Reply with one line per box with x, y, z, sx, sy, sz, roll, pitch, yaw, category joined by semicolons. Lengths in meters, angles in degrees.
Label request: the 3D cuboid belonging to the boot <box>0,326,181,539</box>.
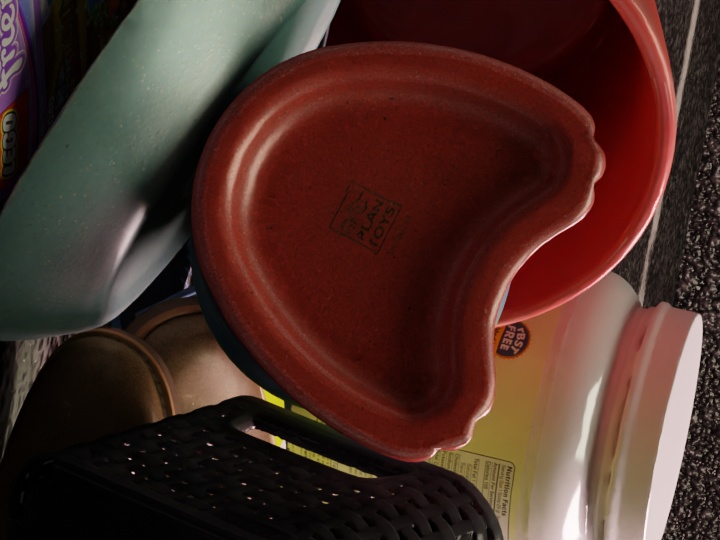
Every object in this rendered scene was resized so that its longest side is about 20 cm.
-0.113;0.116;0.838;0.075;0.073;0.202;25;80;-70;boot

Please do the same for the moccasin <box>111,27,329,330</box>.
-0.050;-0.026;0.943;0.080;0.068;0.202;-19;117;-56;moccasin

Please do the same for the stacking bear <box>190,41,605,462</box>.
0.000;0.000;0.826;0.122;0.113;0.200;-62;178;-9;stacking bear

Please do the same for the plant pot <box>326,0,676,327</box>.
0.041;-0.104;1.062;0.178;0.199;0.202;-76;171;-56;plant pot

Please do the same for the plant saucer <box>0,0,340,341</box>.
-0.058;-0.050;0.810;0.201;0.036;0.200;-54;177;-4;plant saucer

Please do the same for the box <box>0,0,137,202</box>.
-0.100;-0.133;0.727;0.137;0.039;0.201;-57;156;-56;box

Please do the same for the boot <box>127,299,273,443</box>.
-0.053;0.111;0.913;0.075;0.073;0.202;-148;-128;-59;boot

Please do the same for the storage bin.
-0.038;0.156;0.793;0.093;0.135;0.202;-15;115;-45;storage bin

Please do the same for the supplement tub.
0.054;0.060;1.183;0.145;0.198;0.146;12;90;-77;supplement tub

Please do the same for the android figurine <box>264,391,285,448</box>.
-0.058;0.118;1.058;0.182;0.041;0.202;-64;151;-73;android figurine
